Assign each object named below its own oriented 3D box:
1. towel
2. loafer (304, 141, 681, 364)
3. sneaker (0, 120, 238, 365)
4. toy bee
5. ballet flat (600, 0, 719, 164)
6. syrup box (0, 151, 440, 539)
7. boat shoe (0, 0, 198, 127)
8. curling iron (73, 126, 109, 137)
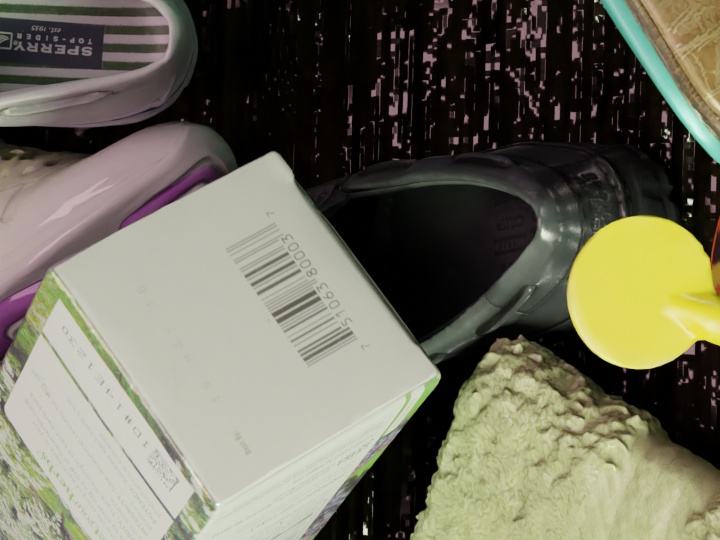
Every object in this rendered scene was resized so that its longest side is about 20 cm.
[{"bbox_3d":[0.062,0.131,0.714,0.148,0.036,0.201,29,117,36],"label":"towel"},{"bbox_3d":[0.000,0.000,0.768,0.200,0.070,0.069,-14,78,42],"label":"loafer"},{"bbox_3d":[-0.122,-0.016,0.881,0.199,0.075,0.100,-29,69,39],"label":"sneaker"},{"bbox_3d":[0.105,0.032,0.609,0.130,0.200,0.109,29,112,5],"label":"toy bee"},{"bbox_3d":[0.065,-0.113,0.647,0.072,0.068,0.200,-38,51,8],"label":"ballet flat"},{"bbox_3d":[-0.060,0.059,0.759,0.079,0.081,0.200,53,148,13],"label":"syrup box"},{"bbox_3d":[-0.148,-0.076,0.797,0.067,0.199,0.074,149,117,-83],"label":"boat shoe"},{"bbox_3d":[-0.117,-0.142,0.916,0.049,0.025,0.201,-25,71,43],"label":"curling iron"}]
